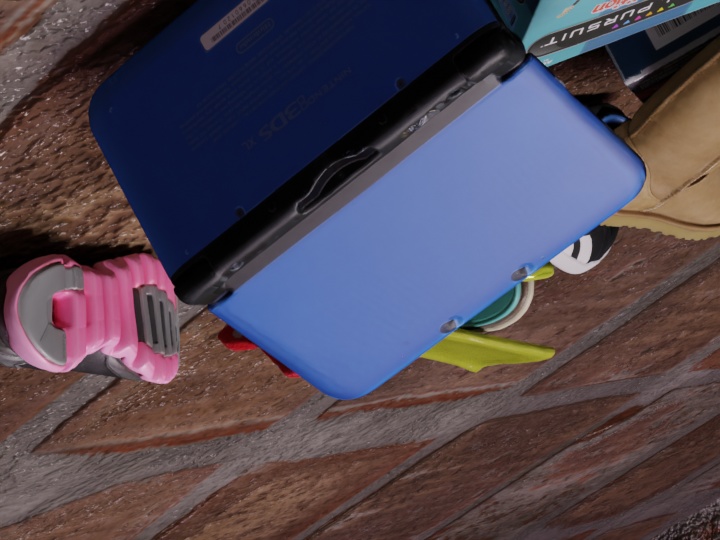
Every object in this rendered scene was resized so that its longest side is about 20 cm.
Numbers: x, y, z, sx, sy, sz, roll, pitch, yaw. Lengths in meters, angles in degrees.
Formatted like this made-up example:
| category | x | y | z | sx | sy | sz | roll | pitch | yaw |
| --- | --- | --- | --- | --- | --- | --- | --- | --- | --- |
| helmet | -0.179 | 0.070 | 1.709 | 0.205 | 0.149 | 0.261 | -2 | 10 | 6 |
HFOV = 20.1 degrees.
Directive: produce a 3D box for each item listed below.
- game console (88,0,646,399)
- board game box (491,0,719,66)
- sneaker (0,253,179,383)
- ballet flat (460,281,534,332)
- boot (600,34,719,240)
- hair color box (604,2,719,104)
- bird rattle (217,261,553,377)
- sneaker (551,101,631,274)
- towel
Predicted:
| category | x | y | z | sx | sy | sz | roll | pitch | yaw |
| --- | --- | --- | --- | --- | --- | --- | --- | --- | --- |
| game console | 0.001 | -0.061 | 0.961 | 0.200 | 0.171 | 0.118 | -37 | 160 | 20 |
| board game box | 0.144 | -0.178 | 0.972 | 0.150 | 0.047 | 0.200 | -22 | 162 | -15 |
| sneaker | -0.177 | 0.030 | 1.202 | 0.095 | 0.080 | 0.200 | -8 | 169 | 23 |
| ballet flat | 0.060 | 0.009 | 1.376 | 0.069 | 0.070 | 0.199 | -10 | -176 | -41 |
| boot | 0.233 | -0.092 | 1.192 | 0.174 | 0.066 | 0.200 | -7 | 156 | -44 |
| hair color box | 0.214 | -0.138 | 1.244 | 0.100 | 0.061 | 0.200 | -29 | 163 | 14 |
| bird rattle | 0.000 | 0.000 | 1.105 | 0.200 | 0.113 | 0.163 | -34 | -173 | -27 |
| sneaker | 0.158 | -0.057 | 1.377 | 0.112 | 0.073 | 0.200 | -32 | 160 | 25 |
| towel | 0.026 | 0.044 | 1.329 | 0.199 | 0.018 | 0.086 | 12 | 170 | -35 |
